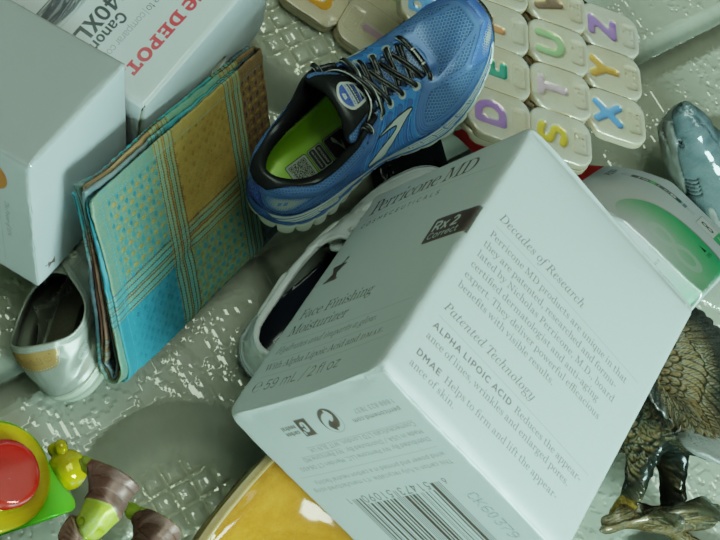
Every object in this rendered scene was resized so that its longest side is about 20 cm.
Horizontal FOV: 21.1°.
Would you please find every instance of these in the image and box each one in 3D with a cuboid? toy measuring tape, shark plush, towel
[{"bbox_3d":[-0.253,0.134,1.138,0.199,0.074,0.074,-16,76,-33],"label":"toy measuring tape"},{"bbox_3d":[0.286,-0.035,1.437,0.091,0.083,0.201,-31,83,-31],"label":"shark plush"},{"bbox_3d":[-0.112,-0.038,1.227,0.022,0.148,0.200,14,38,25],"label":"towel"}]

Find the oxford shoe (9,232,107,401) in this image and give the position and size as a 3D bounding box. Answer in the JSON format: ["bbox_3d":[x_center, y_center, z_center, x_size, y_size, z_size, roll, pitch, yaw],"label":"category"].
[{"bbox_3d":[-0.174,-0.016,1.233,0.058,0.075,0.201,42,54,-46],"label":"oxford shoe"}]

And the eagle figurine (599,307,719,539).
[{"bbox_3d":[0.190,0.083,1.325,0.150,0.152,0.202,-2,73,-2],"label":"eagle figurine"}]

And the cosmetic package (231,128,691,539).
[{"bbox_3d":[0.063,0.055,1.176,0.165,0.164,0.201,46,55,-18],"label":"cosmetic package"}]

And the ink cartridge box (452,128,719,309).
[{"bbox_3d":[0.172,-0.053,1.360,0.200,0.050,0.161,47,23,6],"label":"ink cartridge box"}]

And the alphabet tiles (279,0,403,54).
[{"bbox_3d":[0.017,-0.249,1.451,0.195,0.015,0.201,32,60,-8],"label":"alphabet tiles"}]

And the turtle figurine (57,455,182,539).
[{"bbox_3d":[-0.178,0.192,1.120,0.200,0.064,0.162,45,62,-27],"label":"turtle figurine"}]

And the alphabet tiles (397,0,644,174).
[{"bbox_3d":[0.115,-0.161,1.349,0.194,0.015,0.201,17,53,-20],"label":"alphabet tiles"}]

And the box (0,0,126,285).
[{"bbox_3d":[-0.250,-0.103,1.178,0.199,0.125,0.098,30,58,13],"label":"box"}]

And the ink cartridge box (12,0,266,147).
[{"bbox_3d":[-0.174,-0.189,1.232,0.199,0.083,0.146,35,66,6],"label":"ink cartridge box"}]

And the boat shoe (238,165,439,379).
[{"bbox_3d":[0.000,0.000,1.288,0.073,0.065,0.200,40,71,5],"label":"boat shoe"}]

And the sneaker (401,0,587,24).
[{"bbox_3d":[0.103,-0.172,1.420,0.198,0.071,0.083,-4,68,-38],"label":"sneaker"}]

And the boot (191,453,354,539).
[{"bbox_3d":[-0.008,0.165,1.235,0.144,0.071,0.201,46,55,0],"label":"boot"}]

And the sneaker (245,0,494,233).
[{"bbox_3d":[0.008,-0.105,1.234,0.200,0.089,0.079,-43,79,-5],"label":"sneaker"}]

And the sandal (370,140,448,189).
[{"bbox_3d":[0.048,-0.046,1.363,0.076,0.043,0.201,-16,76,-28],"label":"sandal"}]
